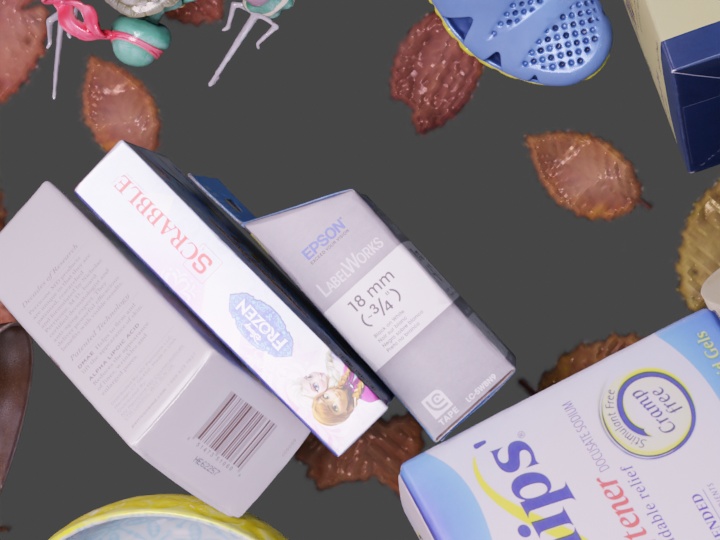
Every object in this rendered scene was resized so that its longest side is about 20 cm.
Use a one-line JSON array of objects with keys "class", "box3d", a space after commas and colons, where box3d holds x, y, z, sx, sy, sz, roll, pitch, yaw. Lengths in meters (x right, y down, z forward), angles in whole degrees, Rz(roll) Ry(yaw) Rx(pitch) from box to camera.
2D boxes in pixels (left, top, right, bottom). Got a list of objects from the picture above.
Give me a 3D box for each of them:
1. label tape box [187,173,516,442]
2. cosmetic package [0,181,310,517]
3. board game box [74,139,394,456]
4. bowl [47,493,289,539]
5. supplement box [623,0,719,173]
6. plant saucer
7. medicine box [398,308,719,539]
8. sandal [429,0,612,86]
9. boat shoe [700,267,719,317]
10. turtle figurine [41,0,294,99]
[{"class": "label tape box", "box3d": [0.000, 0.000, 1.602, 0.063, 0.144, 0.200, -43, 88, 3]}, {"class": "cosmetic package", "box3d": [-0.123, 0.042, 1.578, 0.074, 0.102, 0.200, -49, 44, -1]}, {"class": "board game box", "box3d": [-0.064, 0.015, 1.578, 0.041, 0.200, 0.200, -45, 88, 2]}, {"class": "bowl", "box3d": [-0.098, 0.205, 1.616, 0.200, 0.108, 0.201, 3, 110, 8]}, {"class": "supplement box", "box3d": [0.235, -0.195, 1.562, 0.200, 0.134, 0.200, -19, 66, 3]}, {"class": "plant saucer", "box3d": [-0.237, 0.118, 1.588, 0.032, 0.200, 0.201, 19, 91, 9]}, {"class": "medicine box", "box3d": [0.150, 0.153, 1.562, 0.200, 0.103, 0.182, -27, 68, -7]}, {"class": "sandal", "box3d": [0.061, -0.179, 1.628, 0.200, 0.087, 0.080, 39, 90, 0]}, {"class": "boat shoe", "box3d": [0.293, -0.011, 1.629, 0.201, 0.074, 0.063, -31, 114, -3]}, {"class": "turtle figurine", "box3d": [-0.108, -0.185, 1.634, 0.149, 0.101, 0.200, 16, 85, 3]}]
